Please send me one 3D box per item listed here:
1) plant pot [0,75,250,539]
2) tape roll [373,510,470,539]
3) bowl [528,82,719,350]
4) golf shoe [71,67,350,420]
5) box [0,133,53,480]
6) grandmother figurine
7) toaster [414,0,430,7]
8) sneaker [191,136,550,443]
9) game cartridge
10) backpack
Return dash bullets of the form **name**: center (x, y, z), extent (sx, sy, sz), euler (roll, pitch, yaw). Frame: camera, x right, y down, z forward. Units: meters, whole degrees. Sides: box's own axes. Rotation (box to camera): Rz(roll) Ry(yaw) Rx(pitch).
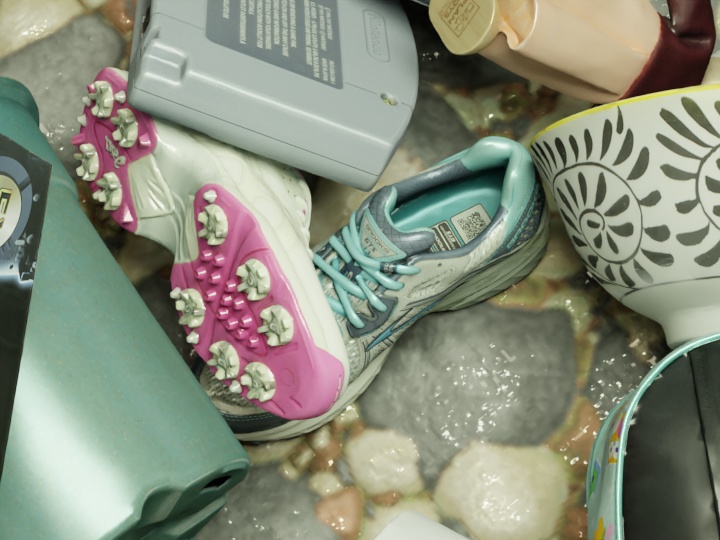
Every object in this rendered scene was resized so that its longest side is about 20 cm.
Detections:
- **plant pot**: center (-0.164, 0.055, 0.797), extent (0.200, 0.200, 0.196), euler (-37, 78, -12)
- **tape roll**: center (0.004, 0.197, 0.716), extent (0.071, 0.202, 0.202), euler (27, 71, 13)
- **bowl**: center (0.176, -0.014, 0.810), extent (0.201, 0.201, 0.094), euler (-2, 81, 2)
- **golf shoe**: center (-0.048, -0.019, 0.816), extent (0.092, 0.075, 0.200), euler (-7, 49, -39)
- **box**: center (-0.225, 0.026, 0.649), extent (0.200, 0.086, 0.164), euler (1, 75, 22)
- **grandmother figurine**: center (0.121, -0.097, 0.859), extent (0.121, 0.200, 0.061), euler (-51, 45, 24)
- **toaster**: center (0.023, -0.201, 0.903), extent (0.200, 0.129, 0.114), euler (29, 104, 9)
- **sneaker**: center (0.000, 0.000, 0.860), extent (0.200, 0.086, 0.078), euler (-36, 70, -12)
- **game cartridge**: center (-0.039, -0.112, 0.869), extent (0.133, 0.042, 0.200), euler (23, 30, -17)
- **backpack**: center (0.175, 0.125, 0.761), extent (0.176, 0.153, 0.200), euler (0, 81, 2)
